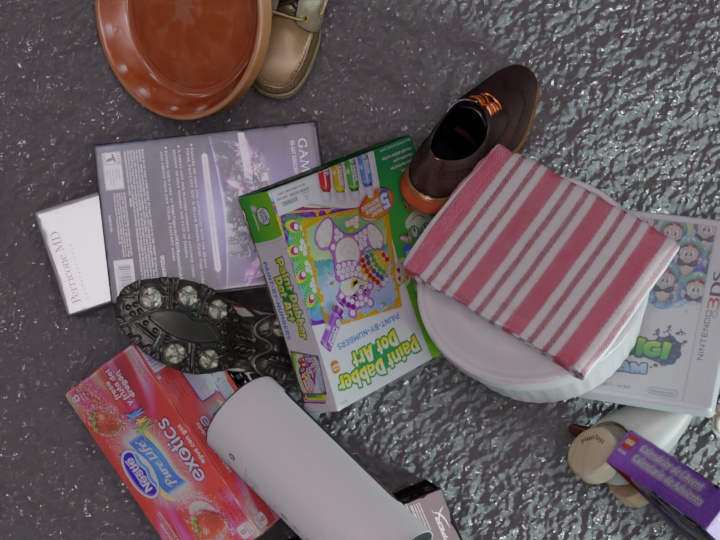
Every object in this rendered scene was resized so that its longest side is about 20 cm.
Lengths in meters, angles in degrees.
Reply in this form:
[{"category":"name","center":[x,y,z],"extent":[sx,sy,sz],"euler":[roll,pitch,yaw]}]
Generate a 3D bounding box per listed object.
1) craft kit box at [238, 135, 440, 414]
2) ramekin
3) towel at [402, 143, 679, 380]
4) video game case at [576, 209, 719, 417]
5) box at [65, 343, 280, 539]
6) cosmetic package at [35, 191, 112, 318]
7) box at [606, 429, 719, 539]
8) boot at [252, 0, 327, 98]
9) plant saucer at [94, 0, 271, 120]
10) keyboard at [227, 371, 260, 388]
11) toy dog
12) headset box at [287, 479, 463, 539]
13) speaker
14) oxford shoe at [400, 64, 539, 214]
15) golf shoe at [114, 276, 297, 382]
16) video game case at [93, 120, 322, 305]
[{"category":"craft kit box","center":[0.000,0.000,1.451],"extent":[0.200,0.048,0.198],"euler":[-26,104,-46]},{"category":"ramekin","center":[0.158,0.024,1.446],"extent":[0.202,0.094,0.203],"euler":[-7,64,15]},{"category":"towel","center":[0.151,-0.010,1.396],"extent":[0.200,0.030,0.146],"euler":[32,76,27]},{"category":"video game case","center":[0.235,0.030,1.486],"extent":[0.200,0.024,0.182],"euler":[8,69,21]},{"category":"box","center":[-0.153,0.154,1.466],"extent":[0.095,0.103,0.200],"euler":[-35,90,29]},{"category":"cosmetic package","center":[-0.183,-0.035,1.502],"extent":[0.200,0.071,0.102],"euler":[-19,88,-3]},{"category":"box","center":[0.317,0.228,1.440],"extent":[0.039,0.137,0.200],"euler":[-51,125,-4]},{"category":"boot","center":[-0.060,-0.262,1.478],"extent":[0.072,0.155,0.200],"euler":[14,86,-2]},{"category":"plant saucer","center":[-0.158,-0.237,1.483],"extent":[0.200,0.032,0.201],"euler":[8,105,35]},{"category":"keyboard","center":[-0.104,0.105,1.525],"extent":[0.127,0.021,0.200],"euler":[-36,90,-4]},{"category":"toy dog","center":[0.264,0.123,1.510],"extent":[0.200,0.096,0.132],"euler":[-33,132,-11]},{"category":"headset box","center":[-0.012,0.260,1.458],"extent":[0.200,0.149,0.075],"euler":[-23,87,-4]},{"category":"speaker","center":[-0.035,0.181,1.365],"extent":[0.081,0.081,0.200],"euler":[-46,67,-4]},{"category":"oxford shoe","center":[0.112,-0.132,1.490],"extent":[0.071,0.073,0.200],"euler":[33,53,8]},{"category":"golf shoe","center":[-0.128,0.058,1.444],"extent":[0.200,0.088,0.077],"euler":[17,82,-25]},{"category":"video game case","center":[-0.129,-0.051,1.461],"extent":[0.200,0.019,0.143],"euler":[-7,87,-6]}]
